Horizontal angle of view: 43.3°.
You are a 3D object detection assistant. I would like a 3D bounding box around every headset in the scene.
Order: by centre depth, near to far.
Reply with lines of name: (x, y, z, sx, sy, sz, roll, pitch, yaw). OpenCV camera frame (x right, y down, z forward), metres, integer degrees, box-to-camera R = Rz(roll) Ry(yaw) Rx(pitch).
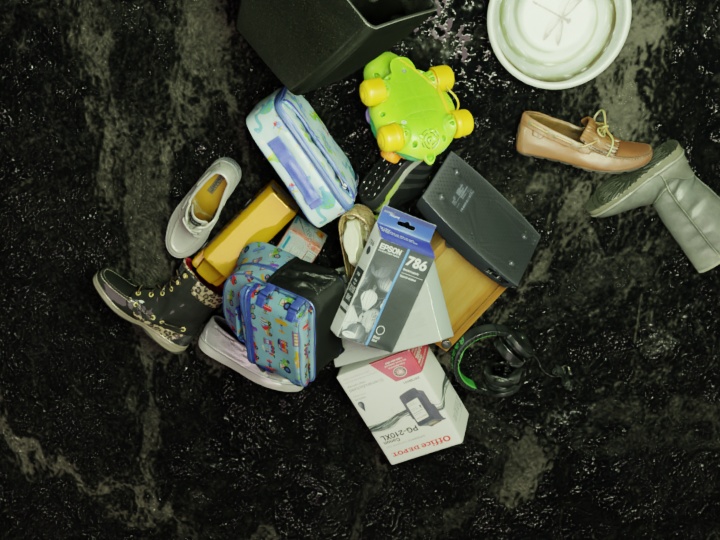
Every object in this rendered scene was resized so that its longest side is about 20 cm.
headset: (0.249, 0.159, 1.500, 0.199, 0.094, 0.124, 9, 117, -16)

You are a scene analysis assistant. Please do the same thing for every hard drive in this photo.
hard drive: (0.179, -0.074, 1.387, 0.200, 0.135, 0.042, 42, 139, -10)

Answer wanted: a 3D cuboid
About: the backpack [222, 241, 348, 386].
backpack: (-0.131, 0.059, 1.377, 0.199, 0.134, 0.183, 25, 132, 23)

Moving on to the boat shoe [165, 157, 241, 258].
boat shoe: (-0.260, -0.091, 1.458, 0.071, 0.070, 0.200, 37, 115, -9)

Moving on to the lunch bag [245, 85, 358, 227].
lunch bag: (-0.083, -0.171, 1.352, 0.082, 0.161, 0.201, -30, 107, 16)

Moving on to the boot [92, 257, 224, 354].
boot: (-0.332, 0.033, 1.522, 0.200, 0.073, 0.151, 43, 112, -12)

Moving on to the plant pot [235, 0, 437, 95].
plant pot: (-0.051, -0.356, 1.236, 0.200, 0.200, 0.177, 49, 126, 3)

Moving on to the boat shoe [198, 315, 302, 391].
boat shoe: (-0.179, 0.140, 1.562, 0.199, 0.072, 0.069, 29, 115, 3)

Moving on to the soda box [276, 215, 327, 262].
soda box: (-0.134, 0.011, 1.492, 0.063, 0.068, 0.200, 33, 114, -6)

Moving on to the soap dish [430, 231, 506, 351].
soap dish: (0.142, 0.023, 1.458, 0.157, 0.081, 0.200, 36, 114, -10)

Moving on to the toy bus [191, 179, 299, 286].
toy bus: (-0.188, -0.055, 1.459, 0.200, 0.078, 0.065, -42, 104, 16)

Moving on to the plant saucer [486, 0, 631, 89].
plant saucer: (0.278, -0.361, 1.285, 0.199, 0.050, 0.201, 2, 114, 5)

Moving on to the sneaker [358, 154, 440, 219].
sneaker: (0.080, -0.161, 1.403, 0.200, 0.072, 0.083, -44, 138, 17)

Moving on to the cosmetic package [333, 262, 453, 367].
cosmetic package: (0.033, 0.055, 1.419, 0.199, 0.052, 0.152, -17, 87, 31)

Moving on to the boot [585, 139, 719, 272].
boot: (0.471, -0.077, 1.390, 0.181, 0.073, 0.200, -33, 114, 21)

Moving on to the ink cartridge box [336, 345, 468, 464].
ink cartridge box: (0.075, 0.216, 1.546, 0.144, 0.084, 0.201, -23, 110, 24)

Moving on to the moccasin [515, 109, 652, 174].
moccasin: (0.334, -0.196, 1.346, 0.200, 0.074, 0.078, 16, 124, 10)

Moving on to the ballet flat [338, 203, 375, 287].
ballet flat: (0.000, 0.000, 1.369, 0.070, 0.065, 0.201, -14, 87, 23)

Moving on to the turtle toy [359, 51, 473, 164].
turtle toy: (0.064, -0.235, 1.304, 0.145, 0.201, 0.101, -14, 160, -18)

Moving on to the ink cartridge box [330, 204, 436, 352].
ink cartridge box: (0.040, 0.014, 1.324, 0.099, 0.039, 0.201, 18, 100, -26)
